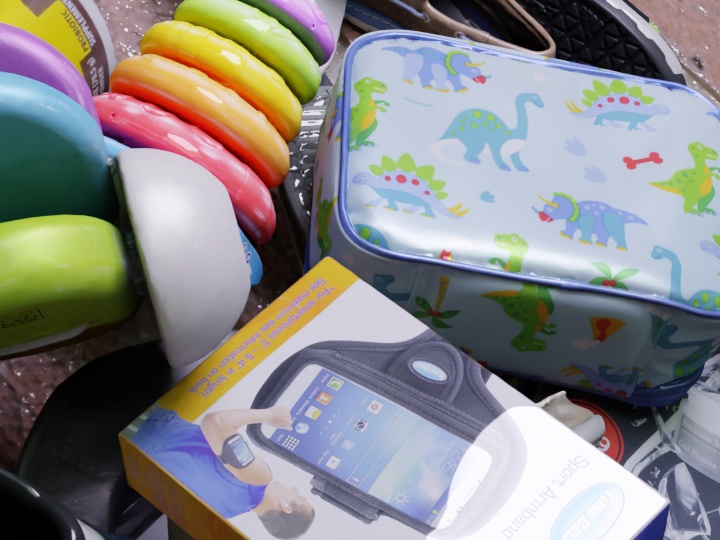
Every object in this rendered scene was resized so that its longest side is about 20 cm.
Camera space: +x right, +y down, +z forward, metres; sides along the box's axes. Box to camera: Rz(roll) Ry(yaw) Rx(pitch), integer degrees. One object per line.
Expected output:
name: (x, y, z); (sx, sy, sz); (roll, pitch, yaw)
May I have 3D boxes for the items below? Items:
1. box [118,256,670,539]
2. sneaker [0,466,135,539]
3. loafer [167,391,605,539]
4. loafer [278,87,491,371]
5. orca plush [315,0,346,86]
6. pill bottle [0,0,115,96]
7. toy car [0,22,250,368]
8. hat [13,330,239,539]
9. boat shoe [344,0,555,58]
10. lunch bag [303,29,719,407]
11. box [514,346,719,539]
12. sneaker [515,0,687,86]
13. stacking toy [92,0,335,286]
box: (0.019, 0.089, 0.737); (0.200, 0.042, 0.119); (34, 59, 28)
sneaker: (-0.180, 0.101, 0.744); (0.198, 0.115, 0.081); (2, 62, 11)
loafer: (0.009, 0.083, 0.805); (0.199, 0.075, 0.070); (-16, 65, -23)
loafer: (0.000, 0.000, 0.980); (0.075, 0.070, 0.201); (-8, 63, -23)
orca plush: (-0.066, -0.102, 1.059); (0.105, 0.071, 0.201); (51, 42, -47)
pill bottle: (-0.207, -0.063, 0.909); (0.109, 0.109, 0.200); (35, 48, 3)
toy car: (-0.140, -0.022, 0.768); (0.174, 0.200, 0.151); (-14, 89, -5)
hat: (-0.058, 0.120, 0.858); (0.200, 0.081, 0.201); (8, 58, -13)
boat shoe: (0.037, -0.169, 1.132); (0.200, 0.072, 0.072); (40, 49, 9)
lunch bag: (0.077, -0.030, 0.912); (0.199, 0.083, 0.161); (10, 49, -10)
box: (0.152, 0.123, 0.945); (0.200, 0.104, 0.182); (33, 47, 1)
sneaker: (0.130, -0.170, 1.180); (0.200, 0.072, 0.083); (45, 48, 11)
stacking toy: (-0.055, -0.101, 0.924); (0.109, 0.116, 0.200); (24, 75, 23)
